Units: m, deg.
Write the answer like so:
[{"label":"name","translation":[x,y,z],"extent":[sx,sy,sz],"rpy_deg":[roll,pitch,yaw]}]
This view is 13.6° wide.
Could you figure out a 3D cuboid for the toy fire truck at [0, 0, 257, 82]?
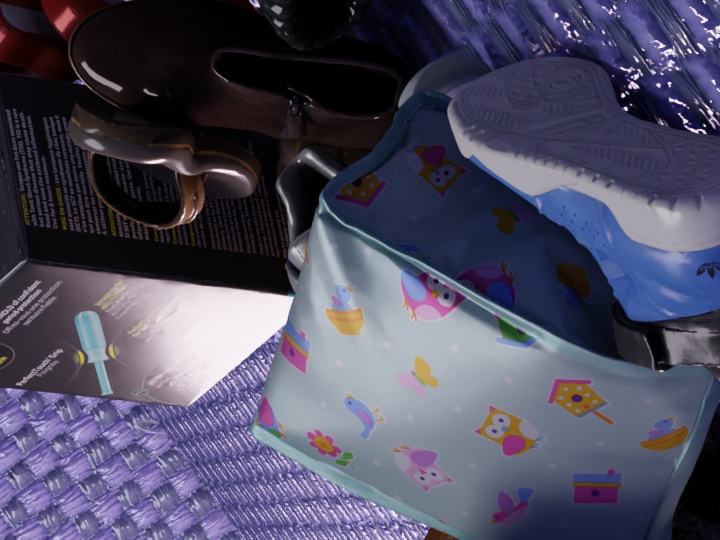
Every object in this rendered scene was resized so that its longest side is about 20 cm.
[{"label":"toy fire truck","translation":[-0.156,-0.165,1.808],"extent":[0.199,0.112,0.168],"rpy_deg":[8,-130,-38]}]

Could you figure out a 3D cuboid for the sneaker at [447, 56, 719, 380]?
[{"label":"sneaker","translation":[0.112,-0.017,1.286],"extent":[0.200,0.077,0.112],"rpy_deg":[28,143,53]}]

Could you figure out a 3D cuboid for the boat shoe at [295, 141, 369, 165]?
[{"label":"boat shoe","translation":[0.001,0.000,1.659],"extent":[0.068,0.072,0.201],"rpy_deg":[91,174,-80]}]

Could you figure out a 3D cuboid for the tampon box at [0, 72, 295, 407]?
[{"label":"tampon box","translation":[-0.156,-0.016,1.756],"extent":[0.150,0.199,0.127],"rpy_deg":[-39,54,43]}]

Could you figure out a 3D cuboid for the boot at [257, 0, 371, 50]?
[{"label":"boot","translation":[-0.049,-0.165,1.510],"extent":[0.158,0.079,0.211],"rpy_deg":[40,172,25]}]

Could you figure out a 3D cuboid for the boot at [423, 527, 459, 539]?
[{"label":"boot","translation":[0.063,0.120,1.629],"extent":[0.200,0.068,0.189],"rpy_deg":[109,156,-48]}]

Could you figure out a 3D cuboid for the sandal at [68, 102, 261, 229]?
[{"label":"sandal","translation":[-0.109,-0.050,1.610],"extent":[0.081,0.055,0.200],"rpy_deg":[12,179,9]}]

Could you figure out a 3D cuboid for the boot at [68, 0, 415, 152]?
[{"label":"boot","translation":[-0.065,-0.108,1.553],"extent":[0.199,0.073,0.166],"rpy_deg":[12,179,5]}]

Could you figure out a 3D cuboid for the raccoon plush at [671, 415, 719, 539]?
[{"label":"raccoon plush","translation":[0.181,0.145,1.481],"extent":[0.134,0.097,0.200],"rpy_deg":[51,172,-31]}]

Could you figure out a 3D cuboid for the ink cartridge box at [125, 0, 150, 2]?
[{"label":"ink cartridge box","translation":[-0.151,-0.245,1.677],"extent":[0.200,0.084,0.145],"rpy_deg":[45,166,39]}]

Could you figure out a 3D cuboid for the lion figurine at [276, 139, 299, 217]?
[{"label":"lion figurine","translation":[-0.002,-0.024,1.775],"extent":[0.123,0.072,0.200],"rpy_deg":[63,176,13]}]

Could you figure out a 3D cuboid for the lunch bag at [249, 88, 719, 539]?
[{"label":"lunch bag","translation":[0.070,0.041,1.382],"extent":[0.199,0.122,0.171],"rpy_deg":[28,135,12]}]

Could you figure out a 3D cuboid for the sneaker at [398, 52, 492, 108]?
[{"label":"sneaker","translation":[0.075,-0.010,1.477],"extent":[0.089,0.074,0.200],"rpy_deg":[47,168,39]}]

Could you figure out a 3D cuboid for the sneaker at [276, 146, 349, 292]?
[{"label":"sneaker","translation":[-0.001,0.023,1.540],"extent":[0.092,0.076,0.201],"rpy_deg":[37,-155,-50]}]
